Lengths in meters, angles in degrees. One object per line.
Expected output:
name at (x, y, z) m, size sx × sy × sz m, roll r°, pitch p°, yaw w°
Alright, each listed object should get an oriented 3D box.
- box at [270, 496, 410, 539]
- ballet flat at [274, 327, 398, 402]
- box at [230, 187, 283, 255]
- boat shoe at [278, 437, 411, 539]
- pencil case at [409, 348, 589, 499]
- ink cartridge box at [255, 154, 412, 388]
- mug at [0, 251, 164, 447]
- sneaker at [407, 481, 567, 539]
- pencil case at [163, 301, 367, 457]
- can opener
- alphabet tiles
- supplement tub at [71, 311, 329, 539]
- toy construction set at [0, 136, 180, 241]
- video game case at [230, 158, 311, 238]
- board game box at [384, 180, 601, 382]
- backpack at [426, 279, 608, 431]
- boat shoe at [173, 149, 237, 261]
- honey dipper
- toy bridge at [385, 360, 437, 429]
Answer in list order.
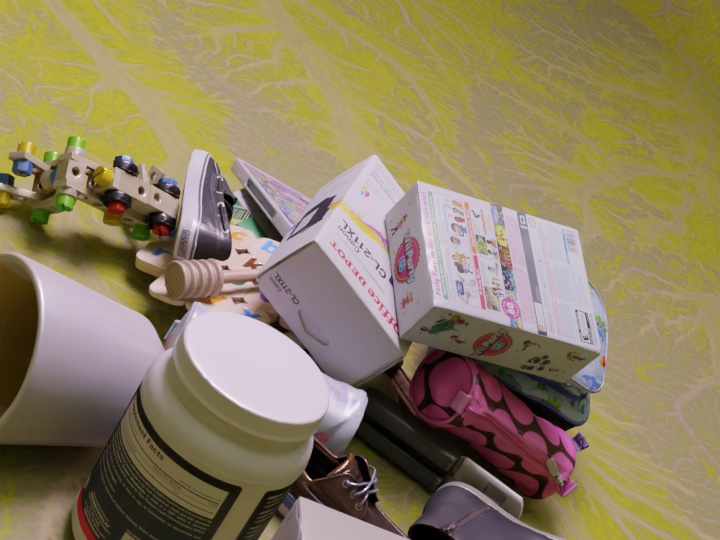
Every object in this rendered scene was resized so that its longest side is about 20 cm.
box at (0.021, 0.268, 1.261) m, size 0.199 × 0.069 × 0.082 m, roll 25°, pitch 27°, yaw -16°
ballet flat at (-0.031, 0.094, 1.510) m, size 0.199 × 0.070 × 0.070 m, roll 14°, pitch 31°, yaw -34°
box at (-0.089, -0.009, 1.659) m, size 0.199 × 0.036 × 0.144 m, roll 36°, pitch 26°, yaw 11°
boat shoe at (-0.022, 0.198, 1.328) m, size 0.199 × 0.073 × 0.072 m, roll 36°, pitch 26°, yaw 5°
pencil case at (0.136, 0.154, 1.503) m, size 0.200 × 0.091 × 0.094 m, roll 36°, pitch 15°, yaw -37°
ink cartridge box at (0.000, 0.000, 1.490) m, size 0.146 × 0.082 × 0.200 m, roll 52°, pitch 30°, yaw -13°
mug at (-0.246, 0.064, 1.240) m, size 0.152 × 0.149 × 0.187 m, roll 19°, pitch 34°, yaw -42°
sneaker at (0.134, 0.275, 1.370) m, size 0.199 × 0.075 × 0.106 m, roll 29°, pitch 21°, yaw 13°
pencil case at (-0.090, 0.106, 1.401) m, size 0.199 × 0.083 × 0.091 m, roll 28°, pitch 21°, yaw -9°
can opener at (0.071, 0.190, 1.471) m, size 0.199 × 0.053 × 0.066 m, roll 38°, pitch 26°, yaw 11°
alphabet tiles at (-0.120, 0.010, 1.519) m, size 0.198 × 0.015 × 0.196 m, roll 21°, pitch 27°, yaw 11°
supplement tub at (-0.122, 0.146, 1.158) m, size 0.139 × 0.201 × 0.141 m, roll 26°, pitch 26°, yaw -14°
toy construction set at (-0.257, -0.076, 1.520) m, size 0.199 × 0.130 × 0.093 m, roll 7°, pitch 78°, yaw -52°
video game case at (-0.058, -0.052, 1.706) m, size 0.143 × 0.018 × 0.200 m, roll 29°, pitch 12°, yaw -34°
board game box at (0.128, 0.012, 1.472) m, size 0.199 × 0.064 × 0.149 m, roll 17°, pitch 49°, yaw -28°
backpack at (0.174, 0.062, 1.623) m, size 0.182 × 0.147 × 0.201 m, roll 29°, pitch 46°, yaw -26°
boat shoe at (-0.155, -0.062, 1.546) m, size 0.056 × 0.069 × 0.200 m, roll 10°, pitch 28°, yaw -7°
honey dipper at (-0.099, 0.004, 1.488) m, size 0.199 × 0.038 × 0.038 m, roll -4°, pitch 42°, yaw -39°
toy bridge at (0.031, 0.089, 1.590) m, size 0.201 × 0.027 × 0.067 m, roll 62°, pitch -10°, yaw 20°
